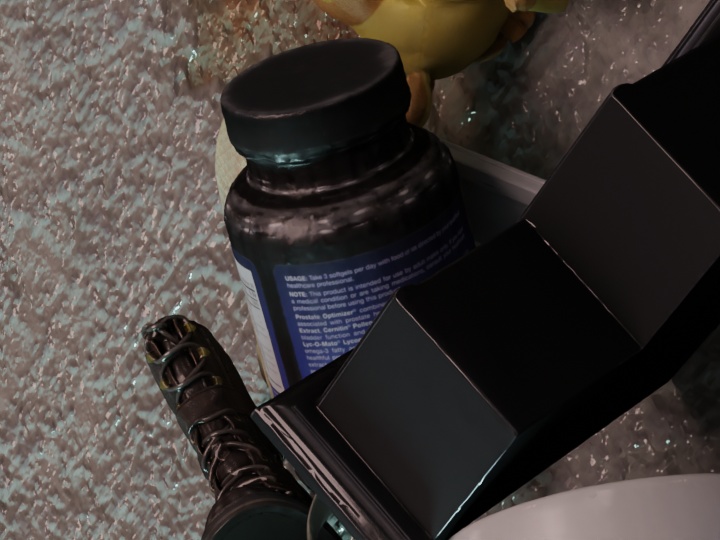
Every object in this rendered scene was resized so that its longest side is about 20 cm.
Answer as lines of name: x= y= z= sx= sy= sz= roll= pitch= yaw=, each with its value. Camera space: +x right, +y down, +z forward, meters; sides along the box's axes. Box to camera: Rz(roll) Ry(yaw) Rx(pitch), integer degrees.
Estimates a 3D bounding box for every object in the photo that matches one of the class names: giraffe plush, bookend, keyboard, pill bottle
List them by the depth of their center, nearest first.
bookend: x=0.084 y=0.000 z=1.075 sx=0.092 sy=0.200 sz=0.199 roll=48 pitch=139 yaw=13
pill bottle: x=0.000 y=0.000 z=1.235 sx=0.112 sy=0.112 sz=0.201 roll=22 pitch=133 yaw=52
giraffe plush: x=0.038 y=-0.164 z=1.264 sx=0.200 sy=0.173 sz=0.162 roll=46 pitch=143 yaw=3
keyboard: x=0.041 y=-0.040 z=1.269 sx=0.200 sy=0.011 sz=0.056 roll=24 pitch=146 yaw=36

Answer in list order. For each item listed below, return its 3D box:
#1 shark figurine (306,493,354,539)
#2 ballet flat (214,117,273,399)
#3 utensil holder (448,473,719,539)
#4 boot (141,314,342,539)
shark figurine: x=0.055 y=0.137 z=1.211 sx=0.089 sy=0.215 sz=0.128 roll=-42 pitch=14 yaw=2
ballet flat: x=-0.029 y=0.003 z=1.323 sx=0.062 sy=0.067 sz=0.201 roll=-98 pitch=-2 yaw=-50
utensil holder: x=0.120 y=0.200 z=1.069 sx=0.170 sy=0.169 sz=0.201 roll=-32 pitch=59 yaw=47
boot: x=-0.068 y=0.096 z=1.330 sx=0.069 sy=0.200 sz=0.174 roll=-30 pitch=65 yaw=0
